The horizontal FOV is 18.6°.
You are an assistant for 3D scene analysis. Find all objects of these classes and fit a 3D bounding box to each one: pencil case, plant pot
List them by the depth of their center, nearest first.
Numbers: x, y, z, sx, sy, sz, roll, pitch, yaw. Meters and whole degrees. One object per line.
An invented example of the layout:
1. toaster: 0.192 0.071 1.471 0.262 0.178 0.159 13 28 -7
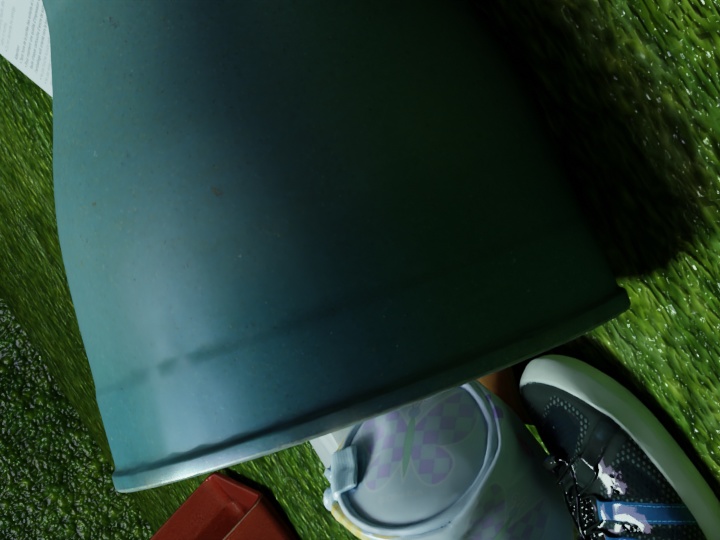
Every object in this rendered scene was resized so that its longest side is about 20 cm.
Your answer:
1. plant pot: -0.025 -0.043 0.801 0.200 0.198 0.190 162 89 -76
2. pencil case: 0.064 0.130 0.994 0.200 0.090 0.083 48 -164 -43
3. plant pot: -0.120 0.324 2.003 0.176 0.200 0.200 45 169 -13

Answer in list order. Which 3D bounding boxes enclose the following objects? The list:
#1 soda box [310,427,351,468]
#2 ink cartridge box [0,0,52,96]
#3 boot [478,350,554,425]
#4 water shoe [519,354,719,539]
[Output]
1. soda box: 0.012 0.094 1.225 0.201 0.063 0.068 60 166 -15
2. ink cartridge box: -0.128 -0.150 1.001 0.200 0.043 0.197 40 149 8
3. boot: 0.000 0.000 1.041 0.189 0.068 0.200 58 166 -5
4. water shoe: 0.115 0.126 0.902 0.201 0.079 0.072 53 166 14
